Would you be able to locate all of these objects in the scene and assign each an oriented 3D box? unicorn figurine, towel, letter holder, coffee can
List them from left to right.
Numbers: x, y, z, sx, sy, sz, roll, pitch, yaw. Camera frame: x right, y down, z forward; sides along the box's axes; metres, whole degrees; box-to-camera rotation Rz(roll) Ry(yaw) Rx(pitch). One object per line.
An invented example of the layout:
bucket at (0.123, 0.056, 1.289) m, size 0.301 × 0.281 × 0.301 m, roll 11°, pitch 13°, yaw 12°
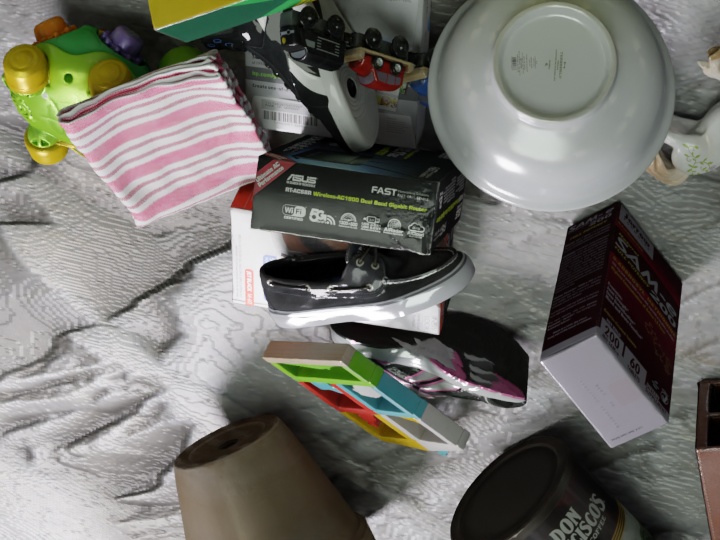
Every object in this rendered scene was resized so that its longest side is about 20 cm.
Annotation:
towel at (-0.158, -0.105, 1.476) m, size 0.146 × 0.030 × 0.200 m, roll -21°, pitch 151°, yaw 4°
coffee can at (0.206, 0.279, 1.684) m, size 0.146 × 0.147 × 0.200 m, roll -32°, pitch 112°, yaw 32°
unicorn figurine at (0.311, -0.126, 1.417) m, size 0.200 × 0.074 × 0.137 m, roll -20°, pitch 119°, yaw 45°
letter holder at (0.396, 0.206, 1.608) m, size 0.142 × 0.101 × 0.200 m, roll -5°, pitch 123°, yaw 17°

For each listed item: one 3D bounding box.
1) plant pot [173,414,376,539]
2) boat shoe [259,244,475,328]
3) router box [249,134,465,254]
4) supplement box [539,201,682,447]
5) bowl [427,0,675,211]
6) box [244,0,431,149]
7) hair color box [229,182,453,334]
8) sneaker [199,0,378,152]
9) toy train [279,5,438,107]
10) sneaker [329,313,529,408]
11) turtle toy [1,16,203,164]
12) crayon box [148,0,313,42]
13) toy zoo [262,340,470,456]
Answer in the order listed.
plant pot at (-0.102, 0.248, 1.735) m, size 0.199 × 0.200 × 0.174 m, roll -17°, pitch 103°, yaw 26°
boat shoe at (0.000, 0.000, 1.515) m, size 0.199 × 0.070 × 0.066 m, roll -8°, pitch 122°, yaw 28°
router box at (0.004, -0.068, 1.449) m, size 0.149 × 0.200 × 0.062 m, roll 9°, pitch 102°, yaw 8°
supplement box at (0.218, 0.043, 1.474) m, size 0.061 × 0.200 × 0.109 m, roll -29°, pitch 114°, yaw 29°
bowl at (0.151, -0.152, 1.352) m, size 0.200 × 0.090 × 0.202 m, roll -1°, pitch 81°, yaw 4°
box at (-0.020, -0.206, 1.462) m, size 0.155 × 0.041 × 0.200 m, roll 8°, pitch 128°, yaw 9°
hair color box at (-0.017, -0.015, 1.585) m, size 0.199 × 0.064 × 0.111 m, roll 7°, pitch 126°, yaw 9°
sneaker at (-0.067, -0.181, 1.429) m, size 0.112 × 0.073 × 0.200 m, roll -14°, pitch 112°, yaw 27°
toy train at (0.016, -0.167, 1.392) m, size 0.200 × 0.046 × 0.034 m, roll 12°, pitch 169°, yaw -39°
sneaker at (0.066, 0.088, 1.641) m, size 0.199 × 0.080 × 0.086 m, roll 20°, pitch 140°, yaw 11°
turtle toy at (-0.217, -0.159, 1.511) m, size 0.199 × 0.101 × 0.146 m, roll 10°, pitch 150°, yaw 5°
crayon box at (-0.090, -0.299, 1.335) m, size 0.172 × 0.058 × 0.201 m, roll -14°, pitch 81°, yaw 23°
toy zoo at (0.016, 0.126, 1.645) m, size 0.200 × 0.021 × 0.131 m, roll 38°, pitch 158°, yaw -31°
